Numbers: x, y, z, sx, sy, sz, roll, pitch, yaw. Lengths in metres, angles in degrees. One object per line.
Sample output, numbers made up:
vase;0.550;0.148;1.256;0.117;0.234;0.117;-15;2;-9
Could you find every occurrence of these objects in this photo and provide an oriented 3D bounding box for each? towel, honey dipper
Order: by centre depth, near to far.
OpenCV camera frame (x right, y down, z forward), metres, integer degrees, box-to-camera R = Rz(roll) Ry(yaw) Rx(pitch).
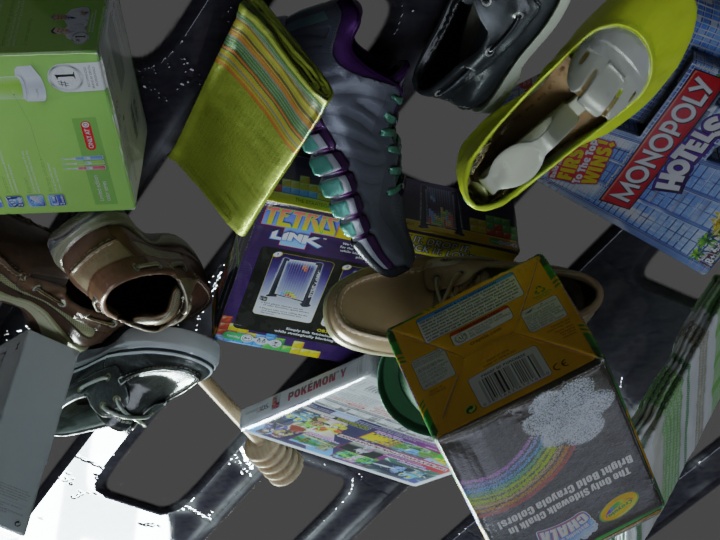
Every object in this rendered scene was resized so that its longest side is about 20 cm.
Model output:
towel;-0.078;-0.097;1.083;0.086;0.018;0.200;52;148;8
towel;0.242;0.116;1.269;0.030;0.201;0.150;21;146;24
honey dipper;-0.114;0.118;1.382;0.038;0.038;0.200;-20;133;22

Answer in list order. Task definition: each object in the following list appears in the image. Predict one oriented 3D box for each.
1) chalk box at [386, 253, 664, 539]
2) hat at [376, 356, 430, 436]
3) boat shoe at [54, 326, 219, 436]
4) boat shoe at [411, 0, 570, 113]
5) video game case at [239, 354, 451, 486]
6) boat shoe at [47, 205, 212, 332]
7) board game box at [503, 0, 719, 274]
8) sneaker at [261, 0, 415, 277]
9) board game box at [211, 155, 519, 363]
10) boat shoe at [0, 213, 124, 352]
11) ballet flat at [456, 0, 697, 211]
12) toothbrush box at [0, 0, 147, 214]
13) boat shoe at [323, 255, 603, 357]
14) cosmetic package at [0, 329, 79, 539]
chalk box;0.120;0.116;1.105;0.124;0.124;0.201;-26;128;1
hat;0.124;0.130;1.194;0.199;0.177;0.166;17;124;-31
boat shoe;-0.186;0.097;1.299;0.072;0.072;0.199;30;147;-34
boat shoe;0.083;-0.176;1.019;0.065;0.075;0.200;2;149;-19
video game case;0.029;0.129;1.356;0.199;0.023;0.182;22;149;-33
boat shoe;-0.160;0.014;1.189;0.076;0.072;0.200;-39;158;9
board game box;0.202;-0.104;1.108;0.198;0.062;0.201;15;137;-17
sneaker;0.008;-0.090;1.089;0.087;0.075;0.201;-23;113;12
board game box;0.000;0.000;1.232;0.198;0.057;0.166;11;136;-13
boat shoe;-0.241;-0.009;1.219;0.074;0.075;0.202;-17;147;16
ballet flat;0.136;-0.105;1.032;0.067;0.067;0.200;45;117;-8
toothbrush box;-0.254;-0.116;1.082;0.198;0.087;0.146;-3;139;3
boat shoe;0.073;0.019;1.148;0.198;0.072;0.065;-5;170;-8
cosmetic package;-0.304;0.144;1.286;0.051;0.152;0.199;28;151;-25
